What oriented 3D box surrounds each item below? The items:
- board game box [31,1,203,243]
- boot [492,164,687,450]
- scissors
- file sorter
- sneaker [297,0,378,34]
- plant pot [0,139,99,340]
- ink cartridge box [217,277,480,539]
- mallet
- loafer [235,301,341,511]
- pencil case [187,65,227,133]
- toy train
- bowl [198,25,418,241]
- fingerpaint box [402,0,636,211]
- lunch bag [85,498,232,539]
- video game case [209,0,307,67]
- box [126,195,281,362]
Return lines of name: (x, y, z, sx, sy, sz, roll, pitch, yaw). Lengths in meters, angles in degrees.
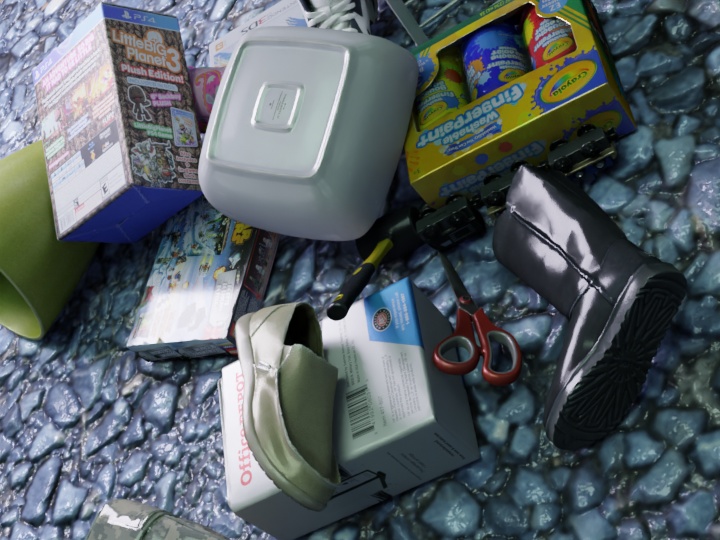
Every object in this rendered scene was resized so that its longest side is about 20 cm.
board game box: (-0.256, -0.150, 1.305, 0.159, 0.096, 0.202, -27, 70, 44)
boot: (0.157, 0.023, 0.994, 0.166, 0.065, 0.200, -59, 36, 14)
scissors: (0.098, 0.036, 1.051, 0.072, 0.014, 0.201, 3, 30, 2)
file sorter: (0.054, -0.345, 1.287, 0.124, 0.139, 0.201, -35, 45, 7)
sneaker: (-0.031, -0.260, 1.265, 0.079, 0.130, 0.201, -12, 53, 24)
plant pot: (-0.361, -0.059, 1.388, 0.186, 0.188, 0.200, 13, 53, 41)
ink cartridge box: (-0.014, 0.120, 1.045, 0.198, 0.084, 0.147, -26, 48, 20)
mallet: (0.000, 0.000, 1.086, 0.065, 0.041, 0.200, -23, 13, 31)
loafer: (-0.051, 0.096, 0.975, 0.068, 0.075, 0.201, -37, 45, 18)
pencil case: (-0.134, -0.183, 1.314, 0.199, 0.087, 0.088, 7, 64, 45)
toy train: (0.141, -0.070, 1.092, 0.199, 0.046, 0.034, -27, 39, 21)
bowl: (-0.060, -0.138, 1.149, 0.198, 0.075, 0.202, 12, 81, 30)
fingerpaint box: (0.134, -0.164, 1.142, 0.198, 0.073, 0.168, -25, 48, 21)
lunch bag: (-0.146, 0.300, 0.977, 0.166, 0.139, 0.202, 4, 63, 39)
video game case: (-0.091, -0.229, 1.394, 0.181, 0.022, 0.202, -27, 48, 20)
box: (-0.153, -0.006, 1.270, 0.136, 0.040, 0.202, -6, 57, 35)
